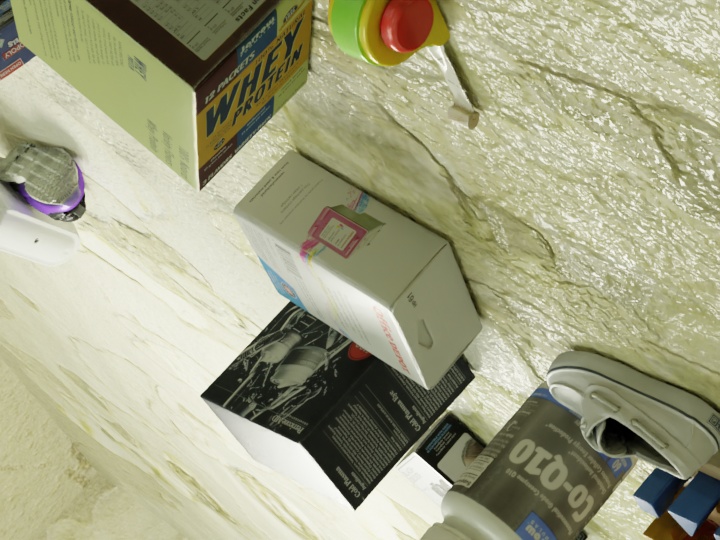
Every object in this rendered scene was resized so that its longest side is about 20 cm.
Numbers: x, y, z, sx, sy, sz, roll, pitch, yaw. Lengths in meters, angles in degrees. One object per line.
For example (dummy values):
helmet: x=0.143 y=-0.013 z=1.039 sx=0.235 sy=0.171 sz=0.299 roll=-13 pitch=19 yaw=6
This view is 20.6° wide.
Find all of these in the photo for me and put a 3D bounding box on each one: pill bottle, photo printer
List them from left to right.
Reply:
photo printer: x=-0.454 y=-0.085 z=2.527 sx=0.166 sy=0.069 sz=0.200 roll=46 pitch=-170 yaw=24
pill bottle: x=0.144 y=0.205 z=1.751 sx=0.114 sy=0.200 sz=0.114 roll=38 pitch=163 yaw=14

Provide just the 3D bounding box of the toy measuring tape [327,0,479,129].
toy measuring tape: x=0.026 y=-0.150 z=1.357 sx=0.074 sy=0.074 sz=0.200 roll=29 pitch=159 yaw=39

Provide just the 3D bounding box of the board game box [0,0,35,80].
board game box: x=-0.453 y=-0.252 z=2.062 sx=0.200 sy=0.200 sz=0.062 roll=48 pitch=169 yaw=38

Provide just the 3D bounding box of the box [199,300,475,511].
box: x=-0.025 y=0.114 z=1.945 sx=0.200 sy=0.182 sz=0.104 roll=17 pitch=150 yaw=55

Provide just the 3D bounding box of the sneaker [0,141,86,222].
sneaker: x=-0.366 y=-0.097 z=2.417 sx=0.100 sy=0.070 sz=0.200 roll=47 pitch=170 yaw=-30

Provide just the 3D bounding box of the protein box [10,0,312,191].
protein box: x=-0.155 y=-0.203 z=1.524 sx=0.200 sy=0.135 sz=0.199 roll=40 pitch=163 yaw=10

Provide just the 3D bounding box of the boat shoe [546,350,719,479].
boat shoe: x=0.211 y=0.119 z=1.619 sx=0.074 sy=0.065 sz=0.200 roll=51 pitch=162 yaw=-28

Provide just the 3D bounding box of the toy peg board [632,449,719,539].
toy peg board: x=0.316 y=0.247 z=1.645 sx=0.200 sy=0.098 sz=0.199 roll=23 pitch=155 yaw=47

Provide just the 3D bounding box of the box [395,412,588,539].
box: x=0.138 y=0.247 z=2.122 sx=0.200 sy=0.060 sz=0.117 roll=42 pitch=164 yaw=1

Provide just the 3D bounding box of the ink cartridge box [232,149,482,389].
ink cartridge box: x=0.000 y=0.000 z=1.771 sx=0.200 sy=0.085 sz=0.145 roll=33 pitch=162 yaw=33
